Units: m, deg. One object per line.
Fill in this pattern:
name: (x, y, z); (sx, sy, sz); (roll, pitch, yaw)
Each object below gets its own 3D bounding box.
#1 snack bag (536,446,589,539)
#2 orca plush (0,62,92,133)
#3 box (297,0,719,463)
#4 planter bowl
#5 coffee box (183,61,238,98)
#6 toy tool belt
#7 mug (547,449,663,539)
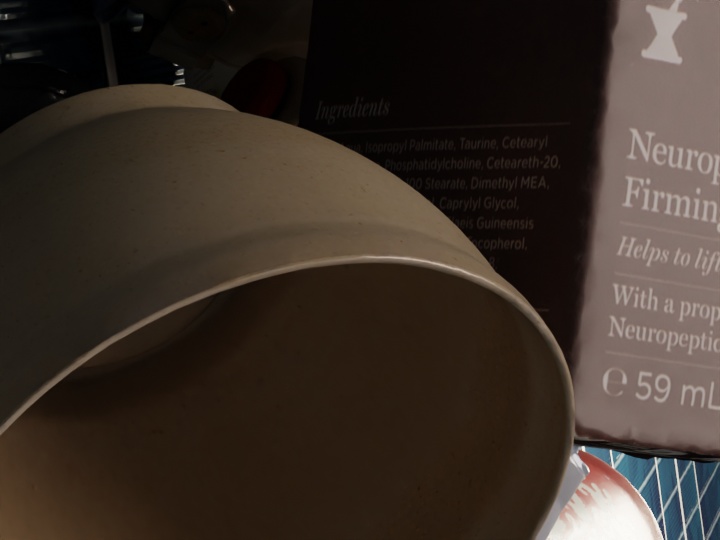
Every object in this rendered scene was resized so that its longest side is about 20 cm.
snack bag: (-0.013, 0.090, 1.044); (0.189, 0.021, 0.200); (49, 61, -35)
orca plush: (-0.071, 0.002, 1.021); (0.105, 0.071, 0.200); (-80, 159, -52)
box: (0.088, -0.039, 0.989); (0.166, 0.164, 0.201); (9, 86, -35)
planter bowl: (-0.055, 0.032, 0.873); (0.135, 0.200, 0.200); (58, -7, 42)
coffee box: (0.000, 0.000, 1.177); (0.114, 0.080, 0.200); (29, 41, -38)
toy tool belt: (-0.058, -0.129, 1.111); (0.123, 0.125, 0.200); (34, 38, -31)
mug: (0.072, 0.175, 1.406); (0.178, 0.133, 0.200); (62, 15, 6)
